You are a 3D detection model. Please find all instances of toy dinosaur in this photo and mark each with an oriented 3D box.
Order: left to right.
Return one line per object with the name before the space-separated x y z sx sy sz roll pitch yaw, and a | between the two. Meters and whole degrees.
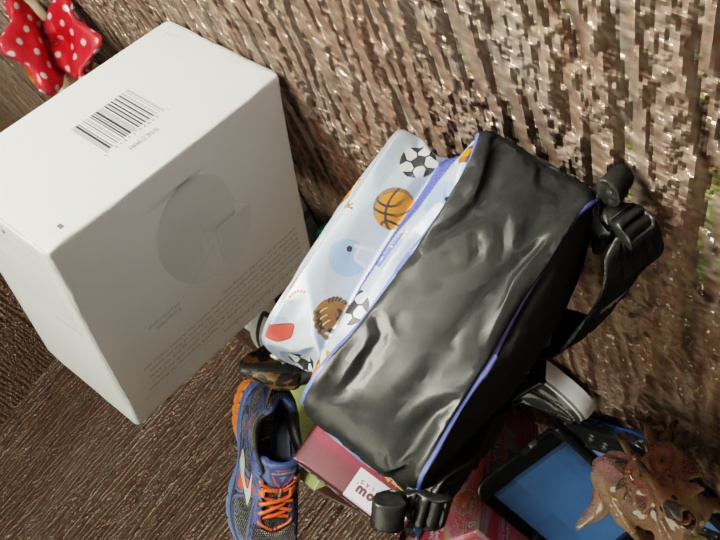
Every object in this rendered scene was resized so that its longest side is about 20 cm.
toy dinosaur | 0.230 0.177 0.723 0.135 0.086 0.200 40 158 -14

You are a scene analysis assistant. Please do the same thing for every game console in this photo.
game console | 0.247 0.240 0.868 0.200 0.119 0.171 41 166 -24

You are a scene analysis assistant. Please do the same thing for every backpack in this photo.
backpack | 0.046 0.028 0.496 0.154 0.200 0.191 37 176 21

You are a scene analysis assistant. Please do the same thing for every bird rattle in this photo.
bird rattle | -0.286 -0.186 0.841 0.163 0.113 0.200 49 174 34

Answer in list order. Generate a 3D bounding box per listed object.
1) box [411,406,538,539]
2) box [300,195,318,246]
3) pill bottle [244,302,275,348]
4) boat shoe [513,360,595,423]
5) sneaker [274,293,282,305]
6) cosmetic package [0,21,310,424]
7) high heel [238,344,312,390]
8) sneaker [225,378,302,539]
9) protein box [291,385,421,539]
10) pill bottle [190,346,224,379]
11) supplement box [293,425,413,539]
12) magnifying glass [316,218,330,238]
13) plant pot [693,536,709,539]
box | 0.132 0.239 0.990 0.095 0.200 0.103 -32 118 33
box | -0.130 -0.098 0.854 0.156 0.041 0.200 31 168 22
pill bottle | -0.085 0.084 1.257 0.200 0.111 0.111 29 166 36
boat shoe | 0.117 0.096 0.823 0.200 0.066 0.070 30 167 30
sneaker | -0.052 0.018 0.920 0.200 0.080 0.074 -152 53 -87
cosmetic package | -0.153 -0.034 0.654 0.123 0.199 0.200 30 149 29
high heel | -0.082 0.086 0.923 0.142 0.072 0.200 1 179 -27
sneaker | -0.093 0.206 0.898 0.075 0.201 0.078 -4 179 -25
protein box | 0.015 0.158 1.004 0.135 0.199 0.200 31 171 -20
pill bottle | -0.180 0.022 1.069 0.113 0.200 0.113 35 169 8
supplement box | 0.048 0.108 0.738 0.109 0.200 0.061 33 168 16
magnifying glass | 0.000 0.000 0.915 0.079 0.022 0.200 34 166 17
plant pot | 0.316 0.391 1.068 0.195 0.200 0.194 35 168 13
